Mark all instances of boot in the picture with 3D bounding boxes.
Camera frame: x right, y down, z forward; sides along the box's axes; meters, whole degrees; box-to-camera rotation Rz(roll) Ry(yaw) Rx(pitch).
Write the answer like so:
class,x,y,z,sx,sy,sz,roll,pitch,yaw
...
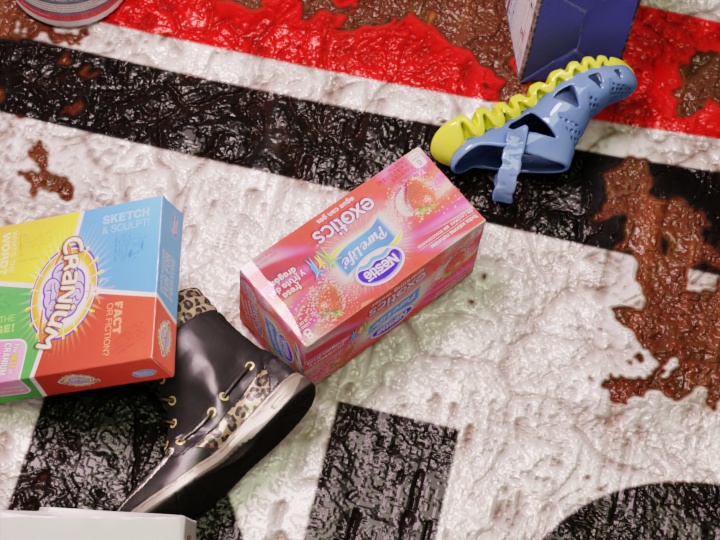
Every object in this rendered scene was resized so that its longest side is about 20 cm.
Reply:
class,x,y,z,sx,sy,sz,roll,pitch,yaw
boot,-0.155,0.117,1.660,0.200,0.073,0.151,-41,68,-13

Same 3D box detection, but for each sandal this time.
class,x,y,z,sx,sy,sz,roll,pitch,yaw
sandal,0.167,-0.124,1.801,0.200,0.080,0.087,-29,72,-7

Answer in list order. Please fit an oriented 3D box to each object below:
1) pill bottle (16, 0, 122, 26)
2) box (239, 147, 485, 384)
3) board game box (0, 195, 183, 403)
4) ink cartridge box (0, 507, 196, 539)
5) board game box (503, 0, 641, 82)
class,x,y,z,sx,sy,sz,roll,pitch,yaw
pill bottle,-0.271,-0.323,1.802,0.119,0.200,0.120,1,64,-2
box,0.000,0.000,1.711,0.200,0.103,0.095,-35,70,-20
board game box,-0.249,0.027,1.673,0.200,0.040,0.153,-10,61,20
ink cartridge box,-0.200,0.282,1.505,0.144,0.145,0.201,1,81,-2
board game box,0.187,-0.302,1.839,0.097,0.160,0.200,-5,64,-6
